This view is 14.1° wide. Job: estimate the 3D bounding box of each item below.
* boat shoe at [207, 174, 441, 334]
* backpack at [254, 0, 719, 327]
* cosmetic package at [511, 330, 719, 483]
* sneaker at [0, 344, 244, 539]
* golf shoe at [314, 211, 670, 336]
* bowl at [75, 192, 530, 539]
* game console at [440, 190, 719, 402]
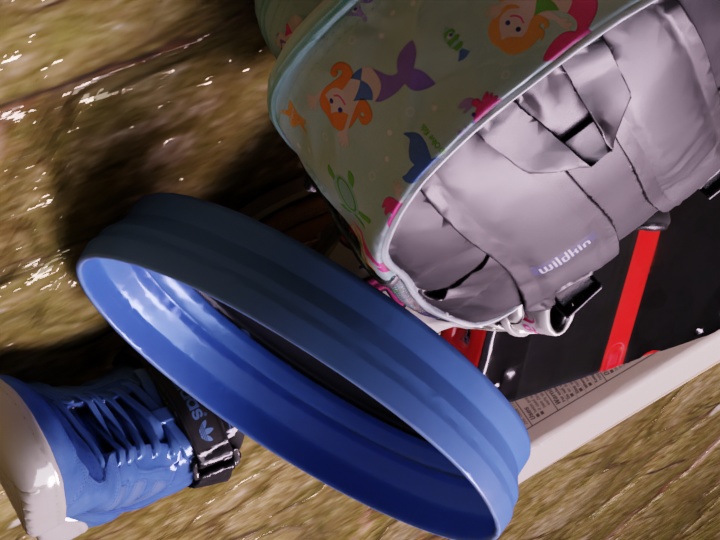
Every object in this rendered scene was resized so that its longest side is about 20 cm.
[{"bbox_3d":[0.000,0.000,1.309,0.072,0.068,0.200,-43,162,29],"label":"boat shoe"},{"bbox_3d":[0.052,-0.077,1.037,0.178,0.151,0.200,-38,168,6],"label":"backpack"},{"bbox_3d":[0.118,0.035,1.601,0.200,0.104,0.073,-28,164,-21],"label":"cosmetic package"},{"bbox_3d":[-0.105,0.065,1.256,0.111,0.077,0.200,-28,168,-6],"label":"sneaker"},{"bbox_3d":[0.045,-0.004,1.193,0.073,0.092,0.200,2,146,-42],"label":"golf shoe"},{"bbox_3d":[-0.020,0.038,1.161,0.039,0.201,0.201,-57,169,-15],"label":"bowl"},{"bbox_3d":[0.122,-0.034,1.338,0.177,0.031,0.200,-18,135,-34],"label":"game console"}]
